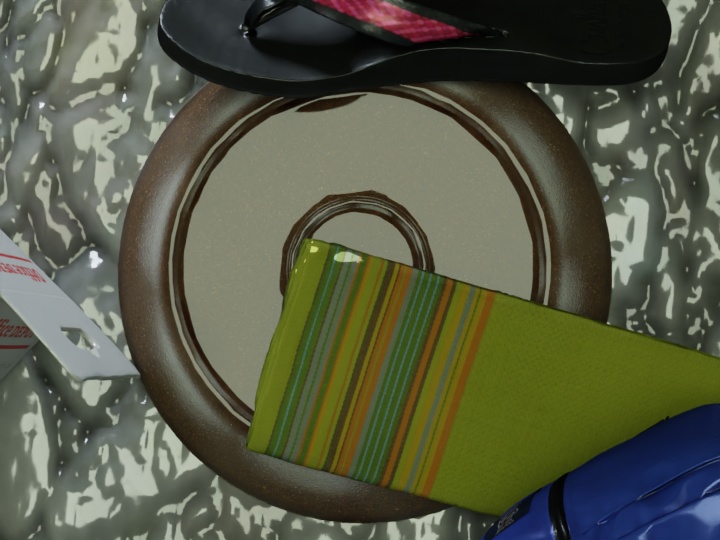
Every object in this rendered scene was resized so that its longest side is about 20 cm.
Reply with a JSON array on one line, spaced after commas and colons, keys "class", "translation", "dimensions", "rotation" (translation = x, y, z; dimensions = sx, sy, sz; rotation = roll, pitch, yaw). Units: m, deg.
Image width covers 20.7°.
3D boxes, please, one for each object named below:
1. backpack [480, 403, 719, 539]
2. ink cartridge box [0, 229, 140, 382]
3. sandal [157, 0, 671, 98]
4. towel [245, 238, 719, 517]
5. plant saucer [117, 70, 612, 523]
[{"class": "backpack", "translation": [0.101, 0.154, 0.699], "dimensions": [0.200, 0.162, 0.168], "rotation": [-33, 84, 12]}, {"class": "ink cartridge box", "translation": [-0.184, -0.006, 0.749], "dimensions": [0.200, 0.117, 0.067], "rotation": [44, 92, 6]}, {"class": "sandal", "translation": [0.021, -0.106, 0.761], "dimensions": [0.199, 0.045, 0.075], "rotation": [0, 50, 0]}, {"class": "towel", "translation": [0.061, 0.053, 0.750], "dimensions": [0.200, 0.018, 0.086], "rotation": [16, 102, -10]}, {"class": "plant saucer", "translation": [0.000, 0.000, 0.778], "dimensions": [0.200, 0.032, 0.201], "rotation": [0, 86, 3]}]
